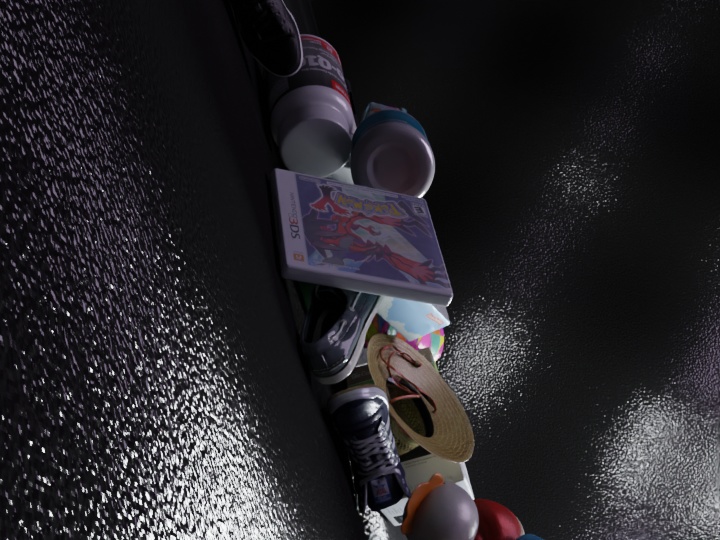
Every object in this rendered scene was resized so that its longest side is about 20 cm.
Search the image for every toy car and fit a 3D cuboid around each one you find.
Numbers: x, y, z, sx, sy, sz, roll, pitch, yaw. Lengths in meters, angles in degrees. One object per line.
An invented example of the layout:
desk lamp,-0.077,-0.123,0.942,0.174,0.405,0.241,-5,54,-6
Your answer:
toy car,0.102,0.338,1.365,0.184,0.177,0.200,17,-24,53

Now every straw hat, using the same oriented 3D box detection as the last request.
straw hat,0.051,0.188,1.435,0.201,0.085,0.202,38,25,-21

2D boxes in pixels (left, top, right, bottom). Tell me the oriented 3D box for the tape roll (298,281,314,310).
tape roll,-0.049,0.000,1.397,0.200,0.048,0.203,-15,90,-86

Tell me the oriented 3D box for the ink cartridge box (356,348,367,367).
ink cartridge box,0.010,0.082,1.841,0.200,0.067,0.117,-77,151,-84

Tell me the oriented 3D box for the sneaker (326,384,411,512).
sneaker,0.012,0.211,1.277,0.200,0.069,0.109,75,0,-62

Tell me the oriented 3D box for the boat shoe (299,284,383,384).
boat shoe,-0.021,0.030,1.230,0.062,0.072,0.201,55,38,-37

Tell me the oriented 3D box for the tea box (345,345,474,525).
tea box,0.072,0.242,1.581,0.200,0.132,0.199,66,8,-68

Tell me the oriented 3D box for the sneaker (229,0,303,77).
sneaker,-0.135,-0.330,1.356,0.112,0.072,0.202,-77,143,-77

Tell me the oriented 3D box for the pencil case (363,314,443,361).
pencil case,0.049,0.082,1.569,0.200,0.088,0.089,25,47,-61

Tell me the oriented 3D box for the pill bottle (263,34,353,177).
pill bottle,-0.070,-0.223,1.493,0.201,0.113,0.114,-102,175,-48

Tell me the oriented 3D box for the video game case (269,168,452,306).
video game case,-0.002,-0.041,1.265,0.183,0.198,0.023,-102,-152,-49

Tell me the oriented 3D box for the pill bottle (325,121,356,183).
pill bottle,-0.056,-0.190,1.624,0.110,0.108,0.201,70,5,-50

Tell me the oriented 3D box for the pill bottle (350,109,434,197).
pill bottle,0.041,-0.157,1.488,0.200,0.110,0.112,-91,165,-73

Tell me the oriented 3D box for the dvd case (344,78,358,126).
dvd case,-0.052,-0.217,1.792,0.017,0.143,0.201,25,26,-19

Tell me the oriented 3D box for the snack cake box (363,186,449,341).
snack cake box,0.036,-0.005,1.417,0.200,0.067,0.116,43,29,-50

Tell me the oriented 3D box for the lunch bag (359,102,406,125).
lunch bag,0.027,-0.162,1.756,0.201,0.076,0.162,-77,174,-51
